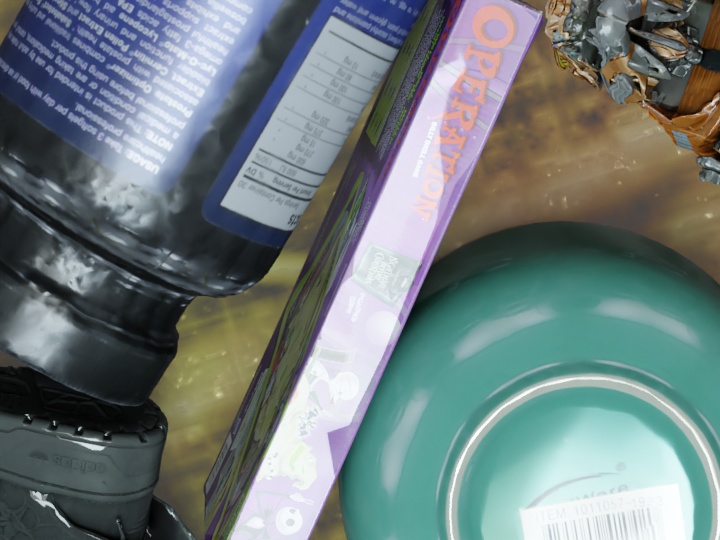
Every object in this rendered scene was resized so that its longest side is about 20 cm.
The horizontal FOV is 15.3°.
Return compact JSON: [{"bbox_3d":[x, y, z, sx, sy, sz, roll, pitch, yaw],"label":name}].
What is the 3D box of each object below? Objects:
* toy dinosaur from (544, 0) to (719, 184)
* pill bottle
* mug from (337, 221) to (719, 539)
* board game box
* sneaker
[{"bbox_3d":[0.157,-0.051,0.810,0.199,0.136,0.103,-4,101,-22],"label":"toy dinosaur"},{"bbox_3d":[-0.055,-0.063,0.852,0.112,0.112,0.201,31,97,-4],"label":"pill bottle"},{"bbox_3d":[0.077,0.053,0.867,0.152,0.114,0.185,33,97,-4],"label":"mug"},{"bbox_3d":[0.000,0.000,0.857,0.032,0.120,0.201,24,98,-3],"label":"board game box"},{"bbox_3d":[-0.133,0.081,0.894,0.199,0.060,0.105,15,114,11],"label":"sneaker"}]
